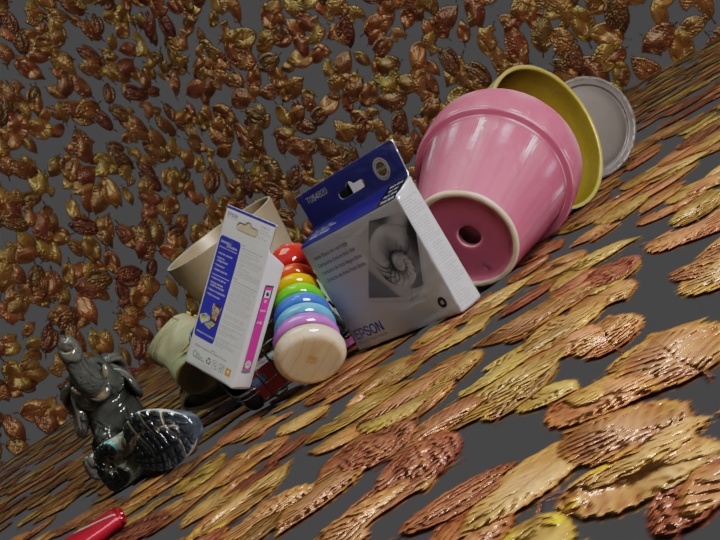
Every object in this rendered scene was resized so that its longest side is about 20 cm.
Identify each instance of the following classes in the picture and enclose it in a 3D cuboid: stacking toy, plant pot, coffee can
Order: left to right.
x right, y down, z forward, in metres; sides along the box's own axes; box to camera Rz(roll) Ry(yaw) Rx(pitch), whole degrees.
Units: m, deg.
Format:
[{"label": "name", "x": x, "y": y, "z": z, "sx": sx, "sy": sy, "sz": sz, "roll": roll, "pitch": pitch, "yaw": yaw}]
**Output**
[{"label": "plant pot", "x": -0.154, "y": 0.024, "z": 1.678, "sx": 0.187, "sy": 0.201, "sz": 0.187, "roll": -34, "pitch": 12, "yaw": 8}, {"label": "stacking toy", "x": -0.072, "y": 0.037, "z": 1.343, "sx": 0.085, "sy": 0.085, "sz": 0.201, "roll": -29, "pitch": 41, "yaw": 13}, {"label": "plant pot", "x": 0.144, "y": -0.085, "z": 1.309, "sx": 0.199, "sy": 0.200, "sz": 0.179, "roll": -27, "pitch": 20, "yaw": 37}, {"label": "plant pot", "x": 0.204, "y": -0.152, "z": 1.501, "sx": 0.200, "sy": 0.201, "sz": 0.142, "roll": -34, "pitch": 4, "yaw": -40}, {"label": "coffee can", "x": 0.306, "y": -0.199, "z": 1.682, "sx": 0.146, "sy": 0.147, "sz": 0.200, "roll": -31, "pitch": 4, "yaw": -9}]

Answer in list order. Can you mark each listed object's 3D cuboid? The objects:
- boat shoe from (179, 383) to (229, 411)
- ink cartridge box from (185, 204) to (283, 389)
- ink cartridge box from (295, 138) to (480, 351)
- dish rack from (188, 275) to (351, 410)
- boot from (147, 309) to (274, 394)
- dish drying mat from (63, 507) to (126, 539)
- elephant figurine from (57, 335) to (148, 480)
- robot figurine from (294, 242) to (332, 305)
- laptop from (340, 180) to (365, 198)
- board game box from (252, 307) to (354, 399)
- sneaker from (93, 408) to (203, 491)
[{"label": "boat shoe", "x": -0.173, "y": 0.139, "z": 1.611, "sx": 0.199, "sy": 0.072, "sz": 0.063, "roll": -29, "pitch": 13, "yaw": 6}, {"label": "ink cartridge box", "x": -0.146, "y": 0.031, "z": 1.336, "sx": 0.094, "sy": 0.202, "sz": 0.037, "roll": 22, "pitch": 11, "yaw": 41}, {"label": "ink cartridge box", "x": 0.016, "y": -0.022, "z": 1.271, "sx": 0.040, "sy": 0.201, "sz": 0.199, "roll": -32, "pitch": 4, "yaw": -39}, {"label": "dish rack", "x": -0.102, "y": 0.074, "z": 1.413, "sx": 0.199, "sy": 0.055, "sz": 0.153, "roll": -38, "pitch": 46, "yaw": -8}, {"label": "boot", "x": -0.196, "y": 0.085, "z": 1.579, "sx": 0.200, "sy": 0.073, "sz": 0.155, "roll": -38, "pitch": 26, "yaw": -17}, {"label": "dish drying mat", "x": -0.325, "y": 0.301, "z": 1.126, "sx": 0.199, "sy": 0.018, "sz": 0.077, "roll": -32, "pitch": 5, "yaw": -14}, {"label": "elephant figurine", "x": -0.355, "y": 0.175, "z": 1.561, "sx": 0.155, "sy": 0.201, "sz": 0.141, "roll": -27, "pitch": 5, "yaw": 38}, {"label": "robot figurine", "x": -0.061, "y": 0.006, "z": 1.844, "sx": 0.199, "sy": 0.145, "sz": 0.116, "roll": -25, "pitch": 5, "yaw": 45}, {"label": "laptop", "x": 0.031, "y": -0.061, "z": 1.713, "sx": 0.115, "sy": 0.188, "sz": 0.200, "roll": -26, "pitch": 6, "yaw": 35}, {"label": "board game box", "x": -0.074, "y": 0.105, "z": 1.509, "sx": 0.199, "sy": 0.041, "sz": 0.153, "roll": -32, "pitch": 4, "yaw": -8}, {"label": "sneaker", "x": -0.249, "y": 0.202, "z": 1.375, "sx": 0.199, "sy": 0.078, "sz": 0.086, "roll": -27, "pitch": 2, "yaw": 42}]
